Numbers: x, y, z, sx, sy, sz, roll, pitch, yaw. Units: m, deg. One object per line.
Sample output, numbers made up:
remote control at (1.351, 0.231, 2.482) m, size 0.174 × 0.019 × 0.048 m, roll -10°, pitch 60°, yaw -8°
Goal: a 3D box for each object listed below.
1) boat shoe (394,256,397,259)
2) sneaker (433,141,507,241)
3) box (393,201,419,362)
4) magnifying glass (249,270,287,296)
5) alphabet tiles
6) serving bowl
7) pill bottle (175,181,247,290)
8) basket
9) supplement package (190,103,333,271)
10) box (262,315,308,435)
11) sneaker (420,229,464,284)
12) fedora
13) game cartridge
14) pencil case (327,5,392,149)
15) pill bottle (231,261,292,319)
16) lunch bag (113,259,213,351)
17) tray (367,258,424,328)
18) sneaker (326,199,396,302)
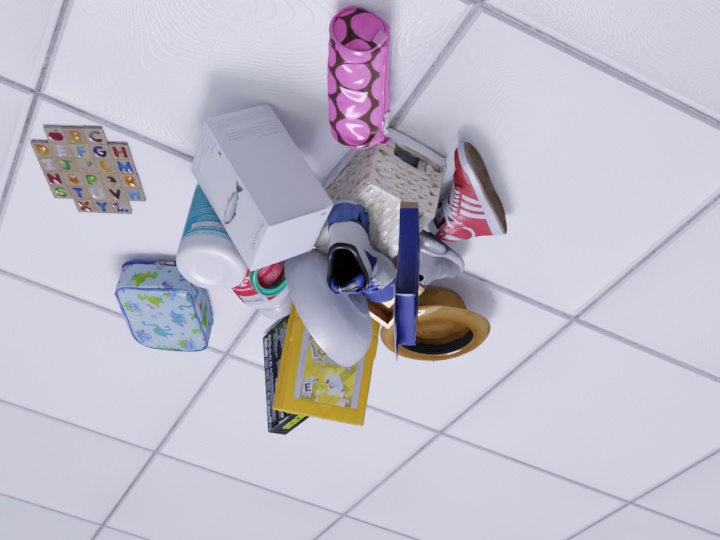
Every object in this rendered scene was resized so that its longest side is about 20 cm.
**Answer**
boat shoe at (0.034, 0.017, 1.858) m, size 0.198 × 0.066 × 0.072 m, roll -15°, pitch 137°, yaw 27°
sneaker at (0.150, -0.113, 1.667) m, size 0.111 × 0.072 × 0.201 m, roll -11°, pitch 140°, yaw 19°
box at (0.067, 0.018, 1.541) m, size 0.032 × 0.202 × 0.122 m, roll 2°, pitch 142°, yaw 6°
magnifying glass at (-0.134, -0.051, 1.750) m, size 0.079 × 0.022 × 0.202 m, roll -5°, pitch 116°, yaw -37°
alphabet tiles at (-0.446, -0.162, 1.775) m, size 0.164 × 0.006 × 0.201 m, roll 3°, pitch 141°, yaw 8°
serving bowl at (-0.037, 0.046, 1.685) m, size 0.065 × 0.201 × 0.200 m, roll -29°, pitch 131°, yaw 15°
pill bottle at (-0.214, -0.078, 1.676) m, size 0.109 × 0.202 × 0.111 m, roll 6°, pitch 143°, yaw 4°
basket at (0.025, -0.102, 1.661) m, size 0.134 × 0.125 × 0.200 m, roll 25°, pitch 140°, yaw -20°
supplement package at (-0.148, -0.124, 1.587) m, size 0.116 × 0.201 × 0.117 m, roll -19°, pitch 155°, yaw -33°
box at (-0.114, 0.172, 1.973) m, size 0.047 × 0.202 × 0.193 m, roll 15°, pitch 143°, yaw -32°
sneaker at (0.105, -0.015, 1.744) m, size 0.082 × 0.075 × 0.200 m, roll -53°, pitch 154°, yaw 6°
fedora at (0.130, 0.087, 1.911) m, size 0.198 × 0.083 × 0.202 m, roll -3°, pitch 146°, yaw -2°
game cartridge at (-0.053, 0.153, 1.843) m, size 0.175 × 0.203 × 0.032 m, roll 15°, pitch 171°, yaw -31°
pencil case at (0.002, -0.262, 1.496) m, size 0.093 × 0.091 × 0.201 m, roll 35°, pitch 152°, yaw 25°
pill bottle at (-0.180, -0.009, 1.829) m, size 0.111 × 0.113 × 0.201 m, roll -11°, pitch 138°, yaw 24°
lunch bag at (-0.360, 0.064, 1.983) m, size 0.158 × 0.083 × 0.201 m, roll 1°, pitch 142°, yaw 8°
tray at (0.000, 0.000, 1.789) m, size 0.199 × 0.037 × 0.099 m, roll 36°, pitch 115°, yaw -14°
sneaker at (-0.009, 0.002, 1.604) m, size 0.079 × 0.116 × 0.200 m, roll -6°, pitch 140°, yaw 19°
